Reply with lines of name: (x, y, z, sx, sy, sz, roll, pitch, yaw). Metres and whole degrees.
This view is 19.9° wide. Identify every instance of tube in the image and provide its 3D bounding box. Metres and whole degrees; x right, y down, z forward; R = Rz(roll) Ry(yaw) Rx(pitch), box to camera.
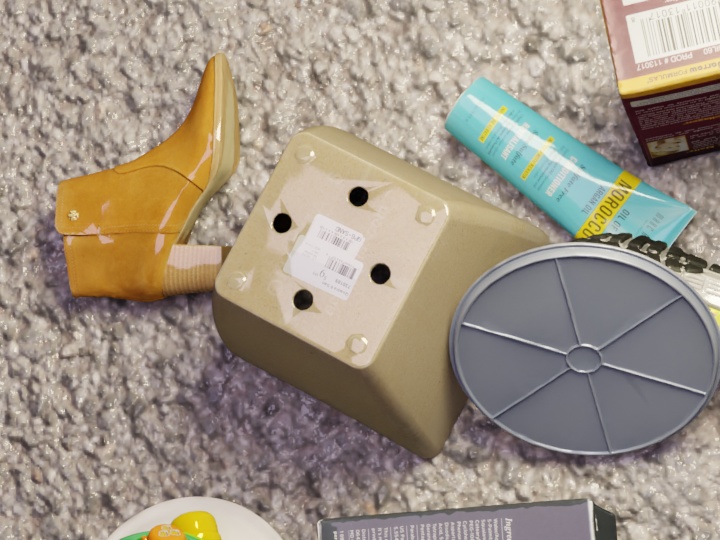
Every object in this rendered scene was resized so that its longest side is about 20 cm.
tube: (0.157, -0.072, 1.586, 0.200, 0.050, 0.078, 37, 100, 12)

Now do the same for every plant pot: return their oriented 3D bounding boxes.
plant pot: (0.000, 0.000, 1.539, 0.199, 0.177, 0.201, 27, 86, 17)

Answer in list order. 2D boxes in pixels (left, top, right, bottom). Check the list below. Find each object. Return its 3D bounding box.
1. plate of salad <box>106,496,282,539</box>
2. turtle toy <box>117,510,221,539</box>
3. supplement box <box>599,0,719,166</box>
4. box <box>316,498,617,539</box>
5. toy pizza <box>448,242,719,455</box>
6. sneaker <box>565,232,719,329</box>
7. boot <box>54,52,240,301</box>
plate of salad: (-0.131, 0.275, 1.584, 0.199, 0.048, 0.201, -7, 68, 17)
turtle toy: (-0.178, 0.261, 1.522, 0.199, 0.101, 0.146, -21, 66, 11)
supplement box: (0.245, -0.150, 1.495, 0.110, 0.200, 0.086, -12, 75, 11)
box: (0.083, 0.229, 1.486, 0.199, 0.148, 0.108, -7, 78, 13)
toy pizza: (0.164, 0.055, 1.500, 0.199, 0.201, 0.032, -3, 37, 13)
sneaker: (0.233, 0.034, 1.523, 0.199, 0.078, 0.091, 21, 107, 14)
boot: (-0.173, -0.076, 1.651, 0.143, 0.071, 0.202, 1, 84, 11)
